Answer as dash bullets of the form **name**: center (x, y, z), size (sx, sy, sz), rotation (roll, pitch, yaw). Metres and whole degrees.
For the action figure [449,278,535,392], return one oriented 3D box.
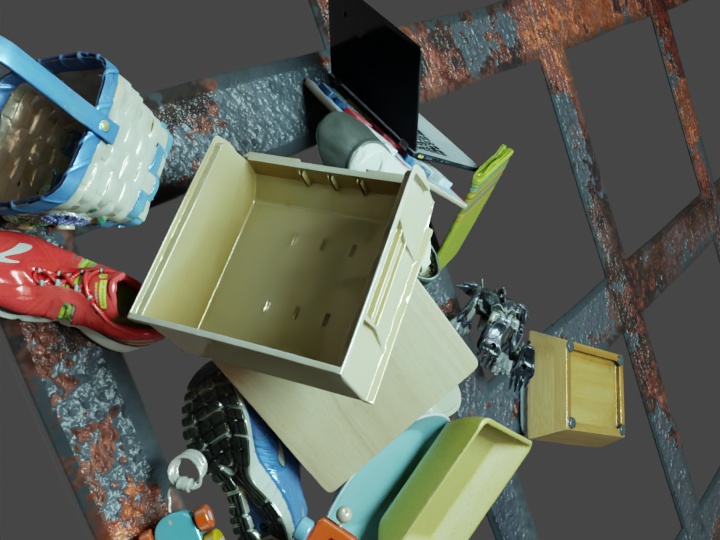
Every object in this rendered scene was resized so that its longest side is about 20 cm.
- **action figure**: center (0.173, 0.082, 1.109), size (0.118, 0.103, 0.200), rotation (29, 18, -9)

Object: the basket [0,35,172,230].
- **basket**: center (-0.260, -0.111, 0.650), size (0.200, 0.175, 0.140), rotation (40, 59, -46)

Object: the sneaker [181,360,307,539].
- **sneaker**: center (-0.111, 0.182, 0.832), size (0.202, 0.078, 0.089), rotation (68, 23, -3)

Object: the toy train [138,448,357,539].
- **toy train**: center (-0.100, 0.255, 0.763), size (0.151, 0.199, 0.056), rotation (-63, 171, -7)

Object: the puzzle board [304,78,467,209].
- **puzzle board**: center (0.029, -0.152, 0.965), size (0.150, 0.200, 0.017), rotation (23, 110, -40)

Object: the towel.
- **towel**: center (0.130, -0.067, 1.048), size (0.018, 0.201, 0.086), rotation (38, 50, 13)

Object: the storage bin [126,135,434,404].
- **storage bin**: center (-0.058, -0.010, 0.712), size (0.200, 0.198, 0.094), rotation (-70, 154, -20)

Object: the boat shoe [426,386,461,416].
- **boat shoe**: center (0.039, 0.167, 0.982), size (0.199, 0.059, 0.072), rotation (-12, 80, -47)

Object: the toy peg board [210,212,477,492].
- **toy peg board**: center (-0.025, 0.074, 0.838), size (0.199, 0.098, 0.200), rotation (-40, 108, -6)

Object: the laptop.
- **laptop**: center (0.054, -0.225, 0.965), size (0.199, 0.116, 0.187), rotation (6, 34, -45)

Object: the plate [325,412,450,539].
- **plate**: center (0.026, 0.233, 0.920), size (0.199, 0.026, 0.201), rotation (-33, 142, -29)

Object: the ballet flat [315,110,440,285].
- **ballet flat**: center (0.028, -0.068, 0.810), size (0.068, 0.068, 0.201), rotation (-42, 118, -22)

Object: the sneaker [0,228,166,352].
- **sneaker**: center (-0.241, 0.012, 0.710), size (0.199, 0.084, 0.078), rotation (25, 65, -41)

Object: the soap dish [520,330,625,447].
- **soap dish**: center (0.327, 0.183, 1.259), size (0.199, 0.081, 0.159), rotation (16, 72, -42)

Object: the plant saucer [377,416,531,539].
- **plant saucer**: center (0.105, 0.257, 0.970), size (0.201, 0.048, 0.200), rotation (-55, 148, 0)
